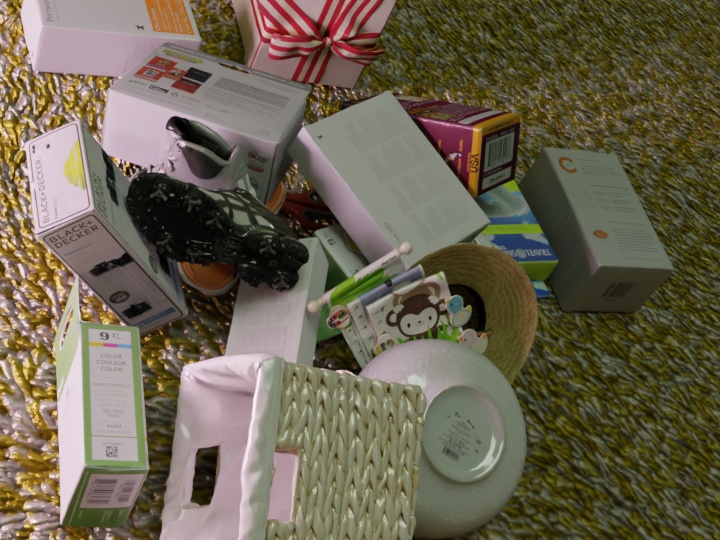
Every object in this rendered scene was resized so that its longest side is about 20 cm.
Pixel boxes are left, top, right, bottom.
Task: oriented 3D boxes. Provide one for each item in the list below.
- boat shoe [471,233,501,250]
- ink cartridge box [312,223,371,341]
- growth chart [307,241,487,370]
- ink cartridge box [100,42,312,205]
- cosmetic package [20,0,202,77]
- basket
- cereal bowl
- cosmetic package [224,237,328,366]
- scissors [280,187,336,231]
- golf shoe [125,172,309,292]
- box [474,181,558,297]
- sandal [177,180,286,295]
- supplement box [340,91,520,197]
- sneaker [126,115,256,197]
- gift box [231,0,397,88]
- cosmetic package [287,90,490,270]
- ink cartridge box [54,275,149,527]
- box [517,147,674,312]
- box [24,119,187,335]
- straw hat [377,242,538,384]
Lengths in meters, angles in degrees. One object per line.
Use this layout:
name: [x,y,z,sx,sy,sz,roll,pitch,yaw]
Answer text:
boat shoe: [0.105,-0.038,1.327,0.065,0.074,0.200,21,23,-50]
ink cartridge box: [0.000,0.000,1.245,0.199,0.060,0.104,-20,63,-40]
growth chart: [0.051,0.067,1.146,0.201,0.144,0.018,56,-6,-24]
ink cartridge box: [-0.171,-0.175,1.265,0.198,0.085,0.176,18,32,3]
cosmetic package: [-0.306,-0.298,1.346,0.198,0.072,0.102,-2,53,-29]
basket: [-0.063,0.181,0.927,0.159,0.199,0.201,11,79,-28]
cereal bowl: [0.085,0.164,1.087,0.198,0.083,0.203,6,75,-24]
cosmetic package: [-0.087,0.061,1.125,0.082,0.051,0.202,-6,51,17]
scissors: [-0.106,-0.082,1.305,0.198,0.014,0.074,7,49,-24]
golf shoe: [-0.147,-0.048,1.098,0.199,0.078,0.095,29,21,-28]
box: [0.168,-0.055,1.408,0.121,0.048,0.201,-3,53,-30]
sandal: [-0.141,-0.061,1.228,0.079,0.059,0.208,28,48,1]
supplement box: [0.083,-0.159,1.349,0.198,0.087,0.110,15,23,30]
sneaker: [-0.212,-0.112,1.159,0.197,0.116,0.075,-1,39,4]
gift box: [-0.067,-0.366,1.452,0.182,0.201,0.188,-1,53,-22]
cosmetic package: [0.033,-0.094,1.238,0.150,0.052,0.201,-28,78,-43]
ink cartridge box: [-0.237,0.117,0.992,0.059,0.104,0.202,6,49,-24]
box: [0.302,-0.053,1.443,0.123,0.098,0.202,3,51,-26]
box: [-0.243,-0.036,1.062,0.060,0.200,0.118,-22,54,6]
straw hat: [0.093,0.056,1.212,0.199,0.203,0.085,11,13,-20]
